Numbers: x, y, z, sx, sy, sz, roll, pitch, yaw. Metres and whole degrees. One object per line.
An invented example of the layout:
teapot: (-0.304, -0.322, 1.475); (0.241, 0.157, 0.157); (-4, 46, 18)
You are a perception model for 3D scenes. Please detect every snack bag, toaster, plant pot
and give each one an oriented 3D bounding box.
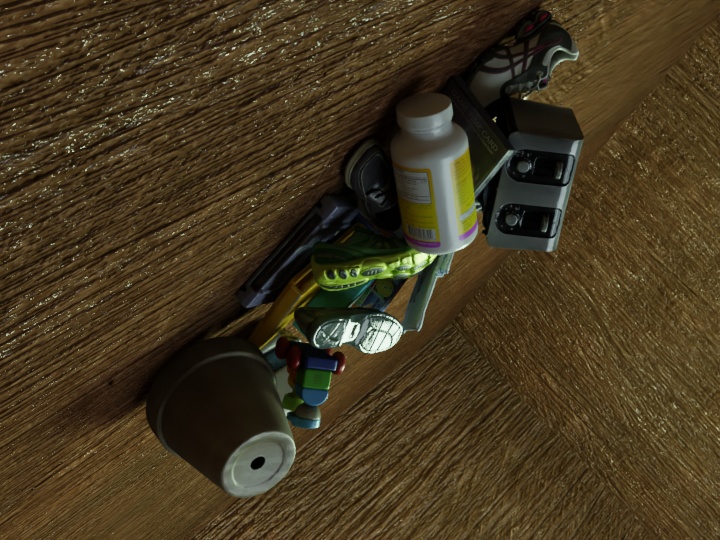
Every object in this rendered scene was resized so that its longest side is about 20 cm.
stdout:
snack bag: (0.109, 0.004, 1.616); (0.189, 0.021, 0.202); (144, -34, -83)
toaster: (0.243, -0.144, 1.554); (0.200, 0.118, 0.182); (-85, -175, -63)
plant pot: (-0.184, 0.223, 1.515); (0.199, 0.174, 0.201); (-19, 129, -25)

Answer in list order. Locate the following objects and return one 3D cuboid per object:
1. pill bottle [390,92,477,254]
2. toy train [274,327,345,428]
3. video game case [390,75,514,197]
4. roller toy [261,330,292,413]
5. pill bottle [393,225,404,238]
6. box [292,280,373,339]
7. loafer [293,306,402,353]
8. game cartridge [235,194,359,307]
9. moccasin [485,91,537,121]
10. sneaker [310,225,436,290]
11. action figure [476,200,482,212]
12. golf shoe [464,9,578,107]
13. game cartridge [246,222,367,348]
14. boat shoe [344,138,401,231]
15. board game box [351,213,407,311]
pill bottle: (0.097, -0.129, 1.409); (0.104, 0.104, 0.201); (-37, 131, -35)
toy train: (-0.095, 0.161, 1.609); (0.200, 0.084, 0.117); (-159, -101, -69)
video game case: (0.120, -0.154, 1.509); (0.019, 0.143, 0.200); (-8, 147, -44)
roller toy: (-0.171, 0.191, 1.750); (0.182, 0.140, 0.200); (-34, 175, -6)
pill bottle: (0.050, -0.048, 1.738); (0.112, 0.112, 0.200); (-40, 169, -23)
box: (-0.028, 0.033, 1.627); (0.082, 0.049, 0.200); (-42, 176, -39)
loafer: (-0.016, 0.078, 1.576); (0.199, 0.063, 0.072); (8, 115, -50)
game cartridge: (-0.084, -0.027, 1.526); (0.200, 0.038, 0.129); (-47, 165, 15)
moccasin: (0.219, -0.280, 1.613); (0.201, 0.074, 0.078); (-36, 179, 6)
sneaker: (0.024, -0.030, 1.485); (0.198, 0.084, 0.074); (-9, 152, -23)
action figure: (0.150, -0.136, 1.738); (0.102, 0.120, 0.200); (-29, -177, -14)
golf shoe: (0.223, -0.286, 1.524); (0.200, 0.088, 0.077); (-43, 162, -5)
game cartridge: (-0.083, 0.028, 1.588); (0.176, 0.032, 0.200); (-43, 177, -40)
boat shoe: (0.027, -0.113, 1.462); (0.072, 0.065, 0.200); (-45, 160, -12)
board game box: (0.000, 0.000, 1.670); (0.034, 0.135, 0.200); (-35, 167, -39)
